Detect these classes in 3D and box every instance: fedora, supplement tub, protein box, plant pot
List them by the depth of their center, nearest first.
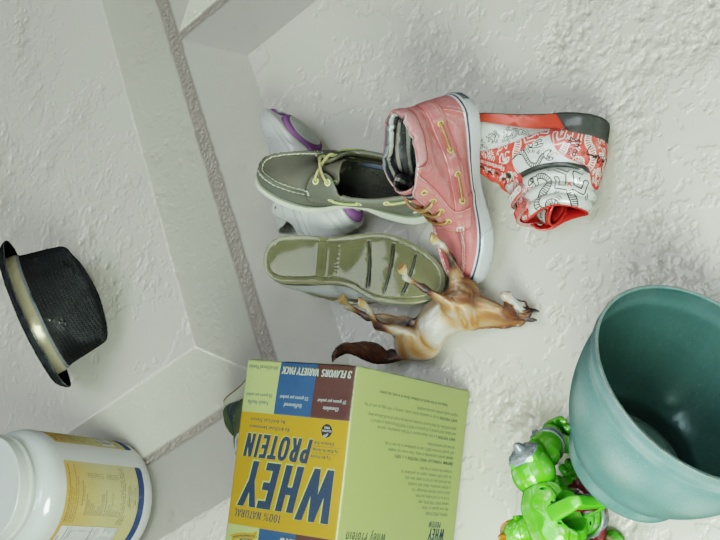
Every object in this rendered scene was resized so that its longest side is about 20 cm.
[{"bbox_3d":[0.258,0.130,1.102,0.200,0.200,0.134,63,143,30],"label":"plant pot"},{"bbox_3d":[-0.011,0.200,1.266,0.135,0.198,0.200,0,79,37],"label":"protein box"},{"bbox_3d":[-0.358,0.262,1.516,0.144,0.200,0.145,-11,72,35],"label":"supplement tub"},{"bbox_3d":[-0.379,0.042,1.639,0.092,0.201,0.201,-25,59,-6],"label":"fedora"}]

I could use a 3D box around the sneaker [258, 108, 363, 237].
[{"bbox_3d":[-0.078,-0.102,1.474,0.100,0.075,0.200,-43,56,20],"label":"sneaker"}]

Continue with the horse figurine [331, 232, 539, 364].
[{"bbox_3d":[0.063,0.045,1.316,0.200,0.133,0.050,-36,28,30],"label":"horse figurine"}]

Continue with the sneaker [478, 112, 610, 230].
[{"bbox_3d":[0.149,-0.098,1.304,0.201,0.067,0.108,2,77,35],"label":"sneaker"}]

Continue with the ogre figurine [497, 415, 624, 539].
[{"bbox_3d":[0.187,0.221,1.161,0.098,0.120,0.200,-11,71,35],"label":"ogre figurine"}]

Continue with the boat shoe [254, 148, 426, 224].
[{"bbox_3d":[-0.016,-0.098,1.379,0.202,0.060,0.072,10,66,9],"label":"boat shoe"}]

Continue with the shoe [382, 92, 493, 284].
[{"bbox_3d":[0.073,-0.073,1.294,0.071,0.091,0.200,17,118,52],"label":"shoe"}]

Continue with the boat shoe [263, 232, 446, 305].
[{"bbox_3d":[0.000,0.000,1.393,0.200,0.068,0.075,10,79,18],"label":"boat shoe"}]

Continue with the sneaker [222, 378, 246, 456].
[{"bbox_3d":[-0.112,0.174,1.373,0.200,0.067,0.090,125,152,-66],"label":"sneaker"}]
